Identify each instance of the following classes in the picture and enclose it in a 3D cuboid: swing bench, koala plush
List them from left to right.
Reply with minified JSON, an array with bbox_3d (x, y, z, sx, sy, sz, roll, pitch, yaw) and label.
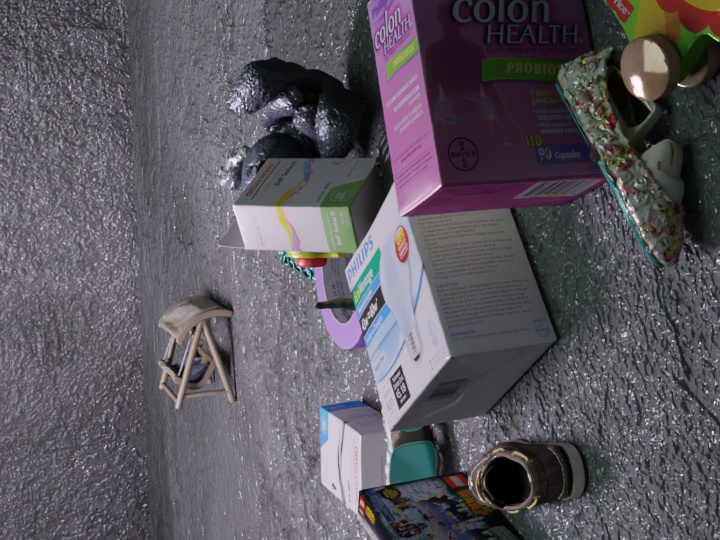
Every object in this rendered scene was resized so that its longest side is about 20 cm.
[{"bbox_3d":[-0.351,0.166,2.273,0.198,0.127,0.205,-164,71,-67],"label":"swing bench"},{"bbox_3d":[-0.096,-0.163,1.454,0.202,0.175,0.184,-64,-4,21],"label":"koala plush"}]

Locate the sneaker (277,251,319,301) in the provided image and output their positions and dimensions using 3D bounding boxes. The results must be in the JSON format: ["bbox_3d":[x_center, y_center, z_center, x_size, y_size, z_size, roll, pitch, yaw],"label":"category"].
[{"bbox_3d":[-0.084,-0.017,1.622,0.201,0.078,0.079,-119,32,-45],"label":"sneaker"}]

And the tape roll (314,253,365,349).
[{"bbox_3d":[0.000,0.000,1.433,0.199,0.064,0.205,175,90,-68],"label":"tape roll"}]

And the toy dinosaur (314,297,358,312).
[{"bbox_3d":[0.047,0.066,1.253,0.048,0.198,0.089,-54,4,37],"label":"toy dinosaur"}]

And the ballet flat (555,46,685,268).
[{"bbox_3d":[0.218,-0.100,0.862,0.064,0.075,0.203,-35,61,26],"label":"ballet flat"}]

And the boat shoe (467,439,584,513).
[{"bbox_3d":[0.152,0.211,1.094,0.200,0.058,0.073,150,113,-66],"label":"boat shoe"}]

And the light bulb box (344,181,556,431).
[{"bbox_3d":[0.086,0.033,1.139,0.199,0.122,0.203,120,139,-55],"label":"light bulb box"}]

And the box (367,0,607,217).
[{"bbox_3d":[0.114,-0.162,0.960,0.097,0.173,0.204,147,117,-66],"label":"box"}]

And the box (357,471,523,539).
[{"bbox_3d":[0.094,0.291,1.156,0.200,0.134,0.041,-138,48,-59],"label":"box"}]

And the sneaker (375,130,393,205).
[{"bbox_3d":[0.050,-0.086,1.291,0.100,0.069,0.203,-118,37,-49],"label":"sneaker"}]

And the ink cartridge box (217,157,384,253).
[{"bbox_3d":[-0.078,-0.083,1.331,0.118,0.196,0.068,-60,-36,-48],"label":"ink cartridge box"}]

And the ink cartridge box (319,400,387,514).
[{"bbox_3d":[0.009,0.258,1.458,0.199,0.067,0.119,-164,71,-67],"label":"ink cartridge box"}]

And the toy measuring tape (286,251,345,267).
[{"bbox_3d":[-0.052,-0.034,1.379,0.199,0.072,0.075,-164,71,-67],"label":"toy measuring tape"}]

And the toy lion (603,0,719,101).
[{"bbox_3d":[0.228,-0.237,0.768,0.201,0.068,0.193,56,144,24],"label":"toy lion"}]

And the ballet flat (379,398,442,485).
[{"bbox_3d":[0.064,0.202,1.310,0.064,0.074,0.205,24,-118,-76],"label":"ballet flat"}]
